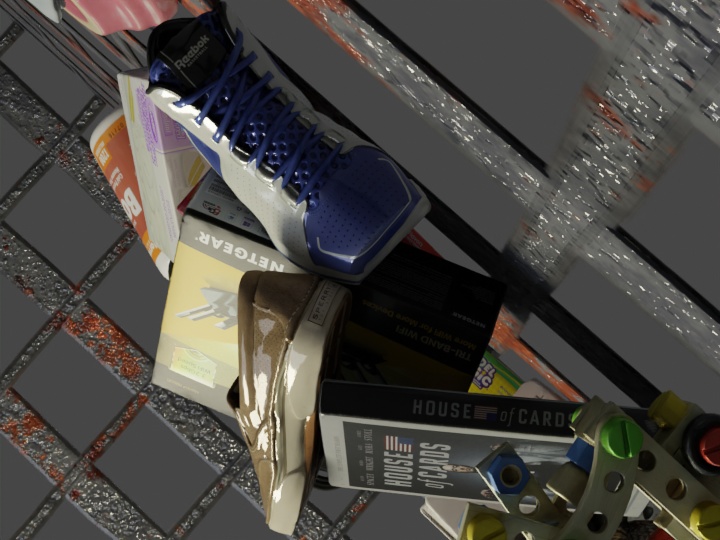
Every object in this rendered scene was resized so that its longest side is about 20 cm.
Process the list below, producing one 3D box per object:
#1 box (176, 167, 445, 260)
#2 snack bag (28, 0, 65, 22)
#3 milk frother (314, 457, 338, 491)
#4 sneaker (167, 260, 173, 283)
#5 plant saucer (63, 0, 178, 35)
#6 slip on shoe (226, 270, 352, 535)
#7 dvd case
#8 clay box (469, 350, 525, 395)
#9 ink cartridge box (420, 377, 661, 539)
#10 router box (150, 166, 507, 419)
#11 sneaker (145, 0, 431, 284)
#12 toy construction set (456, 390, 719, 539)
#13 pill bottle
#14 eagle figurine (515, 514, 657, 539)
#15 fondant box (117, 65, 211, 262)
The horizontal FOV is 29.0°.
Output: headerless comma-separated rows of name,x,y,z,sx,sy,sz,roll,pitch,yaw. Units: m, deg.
box,-0.020,-0.010,0.962,0.200,0.100,0.095,42,176,-15
snack bag,-0.228,-0.247,0.729,0.188,0.021,0.201,42,158,16
milk frother,-0.006,0.136,1.496,0.188,0.178,0.203,98,166,-86
sneaker,-0.072,0.040,1.167,0.198,0.077,0.114,23,164,28
plant saucer,-0.203,-0.218,0.880,0.200,0.051,0.201,42,177,3
slip on shoe,-0.048,0.079,0.828,0.060,0.077,0.201,17,138,8
dvd case,0.077,0.105,0.810,0.197,0.025,0.151,4,156,3
clay box,0.091,0.086,1.280,0.200,0.048,0.115,42,176,25
ink cartridge box,0.164,0.208,1.166,0.200,0.146,0.084,45,175,-41
router box,-0.025,0.041,0.880,0.198,0.052,0.158,22,133,4
sneaker,-0.062,-0.080,0.777,0.199,0.081,0.115,41,178,31
toy construction set,0.151,0.139,0.686,0.200,0.131,0.092,43,176,-19
pill bottle,-0.158,-0.062,1.291,0.201,0.111,0.112,59,179,11
eagle figurine,0.200,0.220,1.004,0.149,0.152,0.202,-2,121,39
fondant box,-0.140,-0.087,1.092,0.200,0.057,0.146,-153,52,-70
